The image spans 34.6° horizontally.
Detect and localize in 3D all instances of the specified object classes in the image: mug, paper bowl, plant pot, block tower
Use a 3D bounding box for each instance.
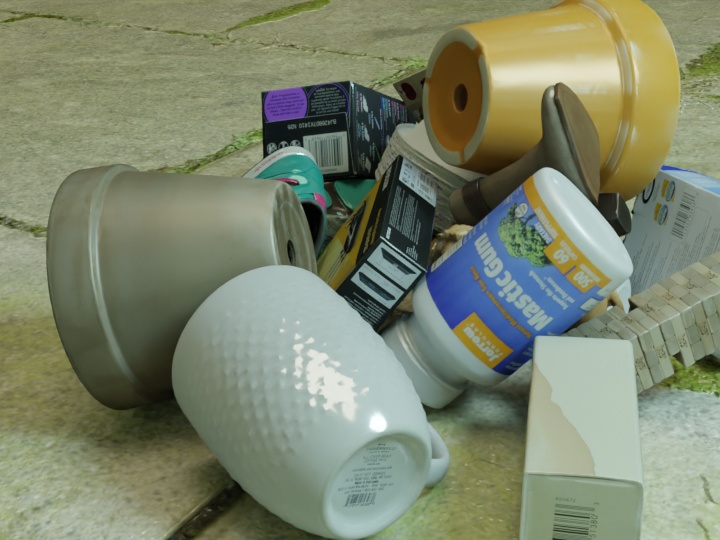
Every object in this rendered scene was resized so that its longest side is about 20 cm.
[{"bbox_3d":[-0.016,0.108,0.838,0.199,0.149,0.175,20,14,-42],"label":"mug"},{"bbox_3d":[0.123,-0.105,1.254,0.199,0.105,0.201,22,19,-8],"label":"paper bowl"},{"bbox_3d":[0.165,-0.162,1.090,0.181,0.203,0.200,-2,21,-26],"label":"plant pot"},{"bbox_3d":[0.240,0.054,0.954,0.199,0.054,0.058,-29,29,-6],"label":"block tower"},{"bbox_3d":[-0.132,0.002,0.941,0.171,0.202,0.200,-9,21,13],"label":"plant pot"}]

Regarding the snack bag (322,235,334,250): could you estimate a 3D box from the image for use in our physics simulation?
[{"bbox_3d":[-0.085,-0.047,1.331,0.186,0.022,0.200,2,24,2],"label":"snack bag"}]

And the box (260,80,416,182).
[{"bbox_3d":[-0.021,-0.151,1.363,0.121,0.108,0.200,-3,-1,24],"label":"box"}]

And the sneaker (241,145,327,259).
[{"bbox_3d":[-0.106,-0.022,1.129,0.200,0.084,0.121,-43,36,8],"label":"sneaker"}]

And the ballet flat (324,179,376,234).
[{"bbox_3d":[-0.035,-0.062,1.258,0.198,0.063,0.068,-1,47,-27],"label":"ballet flat"}]

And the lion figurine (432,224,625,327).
[{"bbox_3d":[0.162,0.024,1.031,0.197,0.124,0.073,5,23,10],"label":"lion figurine"}]

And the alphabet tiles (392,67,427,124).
[{"bbox_3d":[0.142,-0.157,1.342,0.166,0.201,0.008,-13,27,52],"label":"alphabet tiles"}]

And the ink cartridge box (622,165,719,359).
[{"bbox_3d":[0.319,-0.016,1.094,0.076,0.138,0.200,6,18,-31],"label":"ink cartridge box"}]

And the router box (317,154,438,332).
[{"bbox_3d":[0.000,0.000,1.039,0.052,0.158,0.200,35,23,-10],"label":"router box"}]

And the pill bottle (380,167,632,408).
[{"bbox_3d":[0.112,0.021,0.940,0.112,0.200,0.112,40,21,-19],"label":"pill bottle"}]

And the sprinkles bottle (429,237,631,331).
[{"bbox_3d":[0.158,0.016,1.120,0.198,0.069,0.068,13,26,30],"label":"sprinkles bottle"}]

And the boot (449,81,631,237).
[{"bbox_3d":[0.145,-0.073,1.017,0.145,0.201,0.071,-8,45,31],"label":"boot"}]

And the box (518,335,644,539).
[{"bbox_3d":[0.156,0.131,0.820,0.077,0.096,0.200,3,22,9],"label":"box"}]
